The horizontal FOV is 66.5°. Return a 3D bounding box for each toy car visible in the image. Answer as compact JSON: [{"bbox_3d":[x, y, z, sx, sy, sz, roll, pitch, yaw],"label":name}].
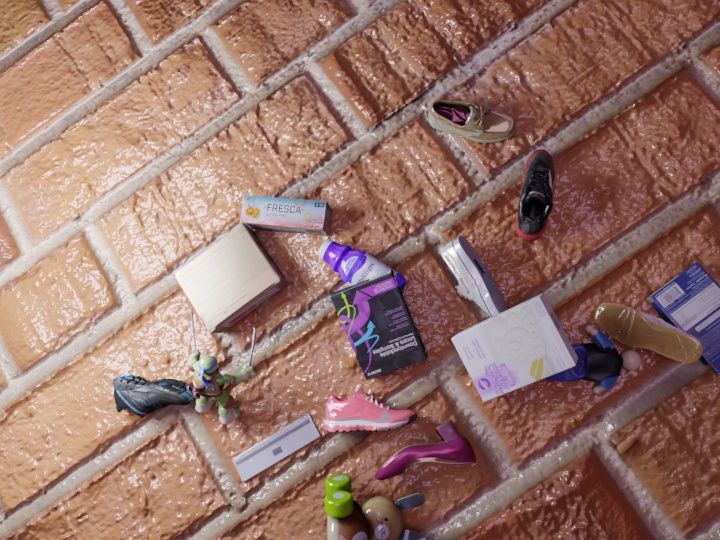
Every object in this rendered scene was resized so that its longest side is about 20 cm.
[{"bbox_3d":[0.032,0.502,1.077,0.199,0.158,0.165,-2,92,-3],"label":"toy car"}]

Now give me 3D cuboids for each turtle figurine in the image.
[{"bbox_3d":[-0.296,0.218,1.177,0.143,0.195,0.200,0,39,-12],"label":"turtle figurine"}]

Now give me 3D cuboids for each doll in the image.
[{"bbox_3d":[0.460,0.179,1.107,0.199,0.048,0.137,-1,81,9],"label":"doll"}]

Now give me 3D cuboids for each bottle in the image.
[{"bbox_3d":[0.000,0.000,1.204,0.200,0.065,0.084,33,92,13],"label":"bottle"}]

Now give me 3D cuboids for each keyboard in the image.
[{"bbox_3d":[-0.184,0.386,1.195,0.199,0.011,0.056,-31,82,3],"label":"keyboard"}]

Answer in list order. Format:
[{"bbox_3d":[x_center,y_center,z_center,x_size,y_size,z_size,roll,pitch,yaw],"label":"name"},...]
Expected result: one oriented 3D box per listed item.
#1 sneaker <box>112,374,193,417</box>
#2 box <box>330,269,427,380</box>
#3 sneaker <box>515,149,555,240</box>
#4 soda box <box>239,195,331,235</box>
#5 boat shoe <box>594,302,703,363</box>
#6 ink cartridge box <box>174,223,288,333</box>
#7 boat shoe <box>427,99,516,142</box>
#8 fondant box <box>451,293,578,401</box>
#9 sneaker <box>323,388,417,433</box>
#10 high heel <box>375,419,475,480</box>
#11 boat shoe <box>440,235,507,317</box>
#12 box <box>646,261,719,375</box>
[{"bbox_3d":[-0.463,0.287,1.233,0.199,0.073,0.082,4,92,18],"label":"sneaker"},{"bbox_3d":[0.040,0.117,1.152,0.142,0.036,0.201,-22,98,13],"label":"box"},{"bbox_3d":[0.374,-0.168,1.158,0.070,0.098,0.202,10,80,13],"label":"sneaker"},{"bbox_3d":[-0.170,-0.126,1.256,0.199,0.064,0.069,6,81,9],"label":"soda box"},{"bbox_3d":[0.570,0.123,1.093,0.200,0.069,0.071,28,106,32],"label":"boat shoe"},{"bbox_3d":[-0.292,0.019,1.244,0.200,0.075,0.165,-35,78,1],"label":"ink cartridge box"},{"bbox_3d":[0.247,-0.336,1.224,0.199,0.066,0.074,10,82,11],"label":"boat shoe"},{"bbox_3d":[0.303,0.155,1.089,0.200,0.058,0.145,-30,83,27],"label":"fondant box"},{"bbox_3d":[0.018,0.291,1.146,0.199,0.074,0.087,-5,78,8],"label":"sneaker"},{"bbox_3d":[0.131,0.393,1.109,0.199,0.067,0.096,-33,66,-1],"label":"high heel"},{"bbox_3d":[0.237,0.027,1.167,0.070,0.071,0.201,-35,84,33],"label":"boat shoe"},{"bbox_3d":[0.690,0.098,1.092,0.121,0.032,0.200,-37,75,2],"label":"box"}]
